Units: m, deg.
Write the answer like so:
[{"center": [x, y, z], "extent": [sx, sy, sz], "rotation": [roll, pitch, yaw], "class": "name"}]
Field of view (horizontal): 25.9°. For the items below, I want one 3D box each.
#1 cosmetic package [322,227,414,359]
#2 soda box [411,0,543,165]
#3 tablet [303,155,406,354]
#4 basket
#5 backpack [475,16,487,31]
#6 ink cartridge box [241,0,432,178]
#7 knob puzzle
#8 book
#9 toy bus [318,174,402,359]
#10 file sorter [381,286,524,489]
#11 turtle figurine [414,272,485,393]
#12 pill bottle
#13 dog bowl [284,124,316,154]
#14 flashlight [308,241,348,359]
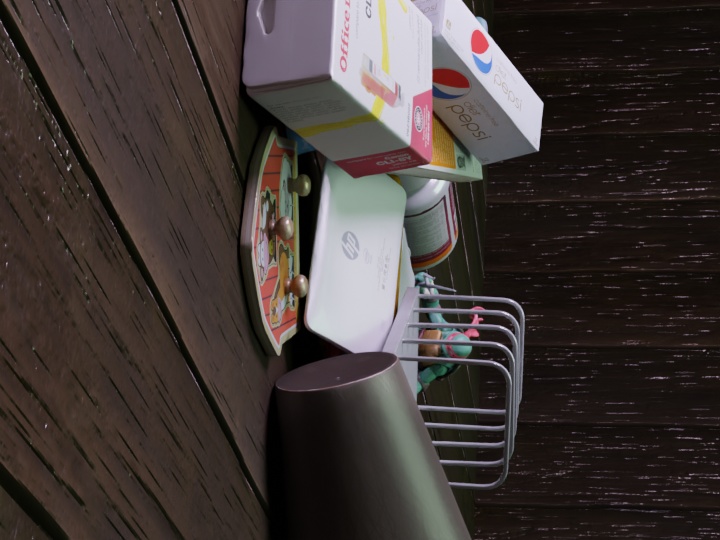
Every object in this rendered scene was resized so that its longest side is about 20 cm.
[{"center": [0.010, 0.062, 1.684], "extent": [0.113, 0.081, 0.200], "rotation": [77, 14, -56], "class": "cosmetic package"}, {"center": [0.103, -0.187, 1.522], "extent": [0.200, 0.068, 0.064], "rotation": [42, 46, -44], "class": "soda box"}, {"center": [-0.002, -0.015, 1.504], "extent": [0.130, 0.014, 0.200], "rotation": [33, 54, -45], "class": "tablet"}, {"center": [-0.002, 0.184, 1.395], "extent": [0.136, 0.180, 0.200], "rotation": [-86, 163, -80], "class": "basket"}, {"center": [0.058, -0.230, 1.725], "extent": [0.176, 0.153, 0.200], "rotation": [142, -57, -74], "class": "backpack"}, {"center": [-0.013, -0.183, 1.341], "extent": [0.200, 0.083, 0.145], "rotation": [32, 55, -59], "class": "ink cartridge box"}, {"center": [-0.067, -0.025, 1.343], "extent": [0.220, 0.030, 0.220], "rotation": [0, 90, -81], "class": "knob puzzle"}, {"center": [0.058, -0.161, 1.544], "extent": [0.200, 0.048, 0.134], "rotation": [3, 83, -57], "class": "book"}, {"center": [0.000, 0.000, 1.617], "extent": [0.065, 0.078, 0.200], "rotation": [74, 18, -60], "class": "toy bus"}, {"center": [0.092, 0.114, 1.530], "extent": [0.200, 0.124, 0.139], "rotation": [-62, 153, -71], "class": "file sorter"}, {"center": [0.070, 0.090, 1.816], "extent": [0.200, 0.101, 0.150], "rotation": [-22, -134, 62], "class": "turtle figurine"}, {"center": [0.057, -0.094, 1.887], "extent": [0.200, 0.109, 0.110], "rotation": [76, 16, -57], "class": "pill bottle"}, {"center": [-0.035, -0.199, 1.493], "extent": [0.112, 0.050, 0.200], "rotation": [79, 15, -51], "class": "dog bowl"}, {"center": [-0.026, 0.068, 1.516], "extent": [0.068, 0.068, 0.200], "rotation": [16, 66, -49], "class": "flashlight"}]
